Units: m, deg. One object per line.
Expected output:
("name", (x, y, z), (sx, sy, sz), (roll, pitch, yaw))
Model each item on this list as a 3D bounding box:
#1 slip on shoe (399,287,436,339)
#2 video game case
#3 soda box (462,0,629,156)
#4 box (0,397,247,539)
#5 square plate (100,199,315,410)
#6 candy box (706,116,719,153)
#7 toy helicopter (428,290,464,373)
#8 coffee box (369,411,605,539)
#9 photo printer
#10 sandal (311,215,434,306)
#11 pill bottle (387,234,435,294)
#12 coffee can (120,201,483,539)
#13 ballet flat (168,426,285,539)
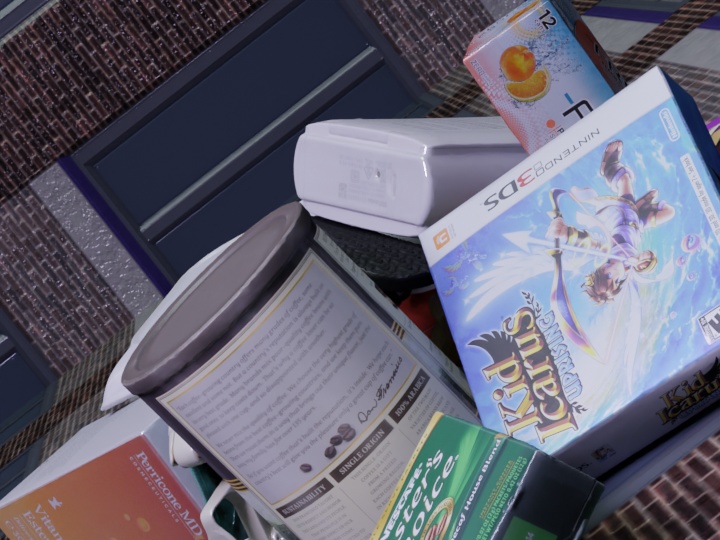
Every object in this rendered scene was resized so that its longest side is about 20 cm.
("slip on shoe", (-0.003, 0.039, 1.583), (0.200, 0.061, 0.074), (-19, 10, -21))
("video game case", (0.136, 0.009, 1.398), (0.181, 0.045, 0.200), (-36, 45, 19))
("soda box", (0.147, -0.074, 1.506), (0.068, 0.200, 0.064), (-33, 9, 16))
("box", (-0.124, 0.165, 1.643), (0.200, 0.152, 0.106), (-30, 9, 47))
("square plate", (-0.080, 0.006, 1.719), (0.200, 0.028, 0.198), (-28, 15, 28))
("candy box", (0.186, -0.025, 1.701), (0.200, 0.057, 0.117), (-34, 9, 33))
("toy helicopter", (0.062, 0.061, 1.545), (0.200, 0.132, 0.079), (-28, 48, 4))
("coffee box", (0.052, 0.141, 1.261), (0.123, 0.044, 0.200), (-63, 12, -3))
("photo printer", (0.081, -0.063, 1.622), (0.200, 0.070, 0.166), (-3, 10, -33))
("sandal", (0.000, 0.000, 1.557), (0.075, 0.045, 0.200), (6, 7, -17))
("pill bottle", (0.052, -0.012, 1.782), (0.113, 0.113, 0.200), (-33, 4, 28))
("coffee can", (-0.019, 0.081, 1.435), (0.146, 0.200, 0.146), (-42, 11, 11))
("ballet flat", (-0.077, 0.123, 1.506), (0.067, 0.200, 0.070), (-25, 1, 33))
